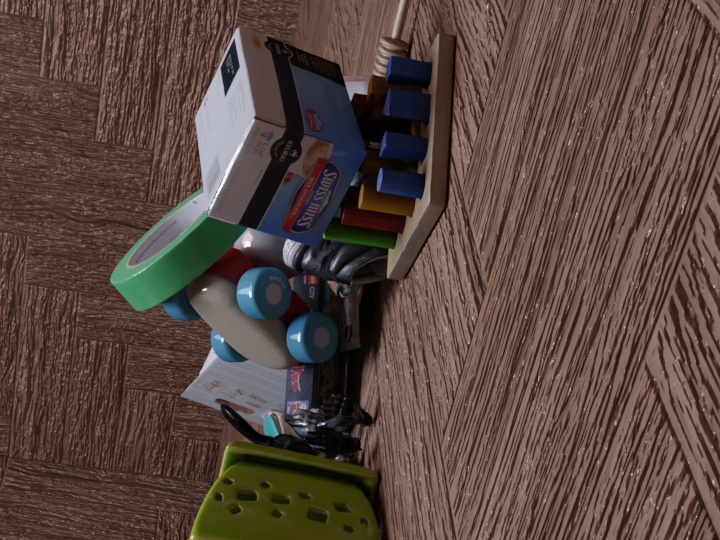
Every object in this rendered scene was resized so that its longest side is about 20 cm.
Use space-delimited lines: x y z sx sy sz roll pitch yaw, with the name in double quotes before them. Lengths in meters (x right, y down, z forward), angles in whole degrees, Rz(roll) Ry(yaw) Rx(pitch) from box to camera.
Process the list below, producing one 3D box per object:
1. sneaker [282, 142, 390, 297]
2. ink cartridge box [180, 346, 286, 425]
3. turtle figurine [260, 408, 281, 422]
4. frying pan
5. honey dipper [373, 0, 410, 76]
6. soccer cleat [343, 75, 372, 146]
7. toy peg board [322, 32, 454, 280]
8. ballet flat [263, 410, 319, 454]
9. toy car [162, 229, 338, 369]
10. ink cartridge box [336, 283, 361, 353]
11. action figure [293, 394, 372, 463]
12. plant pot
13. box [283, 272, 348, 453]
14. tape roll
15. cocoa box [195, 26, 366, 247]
"sneaker" 0.010 -0.056 1.537 0.200 0.114 0.076 -49 -20 -17
"ink cartridge box" -0.140 0.141 1.862 0.200 0.162 0.057 -41 33 49
"turtle figurine" -0.109 0.297 1.810 0.101 0.149 0.201 -21 50 57
"frying pan" -0.095 0.224 1.651 0.190 0.031 0.115 63 -151 -7
"honey dipper" 0.056 -0.334 1.626 0.038 0.038 0.201 -104 27 -69
"soccer cleat" -0.018 -0.186 1.796 0.200 0.085 0.069 108 167 -48
"toy peg board" 0.025 -0.122 1.409 0.199 0.097 0.201 116 160 -65
"ballet flat" -0.071 0.272 1.740 0.068 0.067 0.201 -52 47 50
"toy car" -0.106 0.000 1.629 0.184 0.177 0.200 -3 51 47
"ink cartridge box" 0.000 0.000 1.683 0.161 0.050 0.201 146 119 -79
"action figure" -0.050 0.219 1.572 0.200 0.102 0.119 110 180 -55
"plant pot" -0.083 0.304 1.424 0.182 0.199 0.200 -81 4 -55
"box" -0.056 0.120 1.721 0.137 0.038 0.201 58 -149 -59
"tape roll" -0.213 -0.036 1.608 0.200 0.048 0.201 -36 16 12
"cocoa box" -0.090 -0.146 1.433 0.134 0.131 0.200 -60 26 29
